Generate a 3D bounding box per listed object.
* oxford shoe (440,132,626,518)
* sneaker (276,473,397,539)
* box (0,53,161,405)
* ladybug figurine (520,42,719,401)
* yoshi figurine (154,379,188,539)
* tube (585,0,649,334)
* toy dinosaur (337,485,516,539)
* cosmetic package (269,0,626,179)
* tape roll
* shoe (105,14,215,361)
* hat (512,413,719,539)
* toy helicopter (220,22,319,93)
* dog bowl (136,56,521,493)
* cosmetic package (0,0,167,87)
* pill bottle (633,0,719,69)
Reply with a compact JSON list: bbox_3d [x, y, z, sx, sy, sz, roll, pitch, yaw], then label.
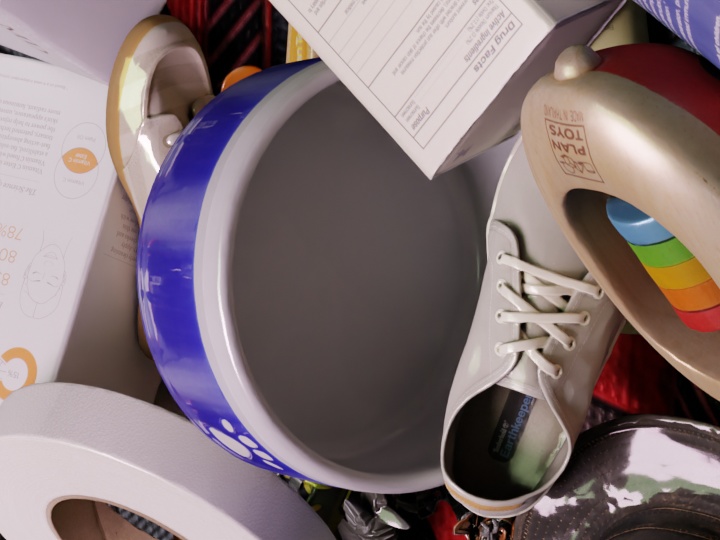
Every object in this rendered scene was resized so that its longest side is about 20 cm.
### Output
[{"bbox_3d":[0.081,0.018,1.117,0.075,0.058,0.201,18,101,7],"label":"oxford shoe"},{"bbox_3d":[-0.011,0.101,1.313,0.074,0.085,0.200,37,139,21],"label":"sneaker"},{"bbox_3d":[-0.169,-0.006,1.399,0.124,0.097,0.201,13,83,31],"label":"box"},{"bbox_3d":[0.141,-0.021,1.038,0.136,0.072,0.200,18,151,53],"label":"ladybug figurine"},{"bbox_3d":[-0.117,0.070,1.450,0.200,0.112,0.112,46,128,37],"label":"yoshi figurine"},{"bbox_3d":[0.106,-0.066,1.142,0.058,0.052,0.201,-146,48,-66],"label":"tube"},{"bbox_3d":[0.061,0.148,1.248,0.136,0.102,0.200,43,114,14],"label":"toy dinosaur"},{"bbox_3d":[0.009,-0.151,1.104,0.200,0.073,0.104,49,129,10],"label":"cosmetic package"},{"bbox_3d":[-0.102,0.131,1.292,0.202,0.037,0.203,21,150,13],"label":"tape roll"},{"bbox_3d":[-0.088,-0.038,1.342,0.053,0.070,0.201,18,124,36],"label":"shoe"},{"bbox_3d":[0.136,0.167,1.117,0.200,0.081,0.201,15,117,32],"label":"hat"},{"bbox_3d":[-0.028,-0.079,1.319,0.132,0.079,0.201,13,102,61],"label":"toy helicopter"},{"bbox_3d":[0.000,0.000,1.179,0.079,0.200,0.201,1,103,56],"label":"dog bowl"},{"bbox_3d":[-0.196,-0.222,1.344,0.200,0.167,0.167,23,81,49],"label":"cosmetic package"},{"bbox_3d":[0.146,-0.146,1.004,0.200,0.111,0.111,44,134,36],"label":"pill bottle"}]
